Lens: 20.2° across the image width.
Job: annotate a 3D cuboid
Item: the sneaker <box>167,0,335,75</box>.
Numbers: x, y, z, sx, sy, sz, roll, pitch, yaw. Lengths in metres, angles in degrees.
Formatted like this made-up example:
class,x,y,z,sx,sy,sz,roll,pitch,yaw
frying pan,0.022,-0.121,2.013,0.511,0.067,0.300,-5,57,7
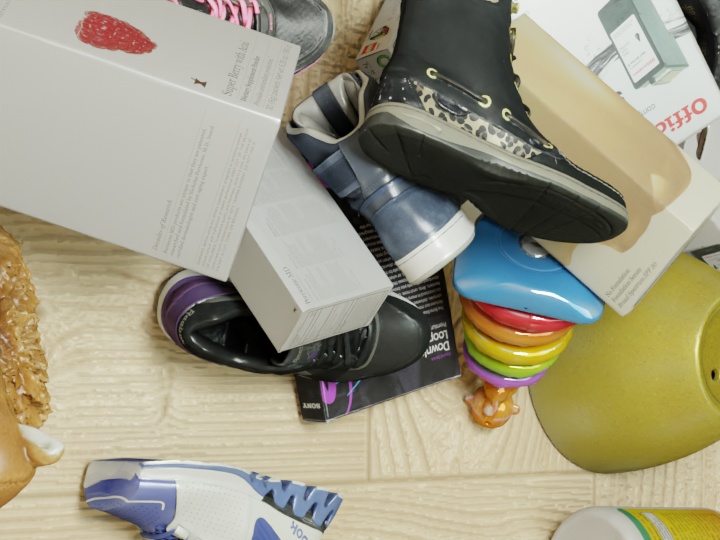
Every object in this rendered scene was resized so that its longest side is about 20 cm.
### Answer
class,x,y,z,sx,sy,sz,roll,pitch,yaw
sneaker,-0.110,-0.163,1.346,0.199,0.095,0.080,-1,88,-14

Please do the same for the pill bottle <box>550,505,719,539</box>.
class,x,y,z,sx,sy,sz,roll,pitch,yaw
pill bottle,0.258,0.252,1.670,0.199,0.112,0.114,6,85,-40

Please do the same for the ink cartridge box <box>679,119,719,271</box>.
class,x,y,z,sx,sy,sz,roll,pitch,yaw
ink cartridge box,0.313,-0.055,1.742,0.200,0.066,0.116,43,51,-30

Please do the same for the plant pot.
class,x,y,z,sx,sy,sz,roll,pitch,yaw
plant pot,0.255,0.069,1.654,0.199,0.142,0.202,2,87,-40

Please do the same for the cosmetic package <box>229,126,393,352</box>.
class,x,y,z,sx,sy,sz,roll,pitch,yaw
cosmetic package,-0.069,-0.042,1.376,0.082,0.051,0.200,-13,59,-40

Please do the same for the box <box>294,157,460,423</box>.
class,x,y,z,sx,sy,sz,roll,pitch,yaw
box,0.000,0.000,1.512,0.142,0.036,0.201,-15,97,-40

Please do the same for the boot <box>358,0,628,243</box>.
class,x,y,z,sx,sy,sz,roll,pitch,yaw
boot,0.100,-0.116,1.355,0.203,0.073,0.155,22,60,-22

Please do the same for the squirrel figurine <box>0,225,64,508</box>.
class,x,y,z,sx,sy,sz,roll,pitch,yaw
squirrel figurine,-0.242,0.056,1.219,0.187,0.141,0.200,55,21,12

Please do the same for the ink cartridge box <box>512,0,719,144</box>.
class,x,y,z,sx,sy,sz,roll,pitch,yaw
ink cartridge box,0.170,-0.172,1.536,0.145,0.084,0.201,-32,106,-6

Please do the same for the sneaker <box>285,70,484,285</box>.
class,x,y,z,sx,sy,sz,roll,pitch,yaw
sneaker,0.019,-0.073,1.424,0.077,0.202,0.146,-39,93,5

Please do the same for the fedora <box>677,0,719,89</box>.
class,x,y,z,sx,sy,sz,roll,pitch,yaw
fedora,0.206,-0.197,1.637,0.199,0.092,0.202,0,108,-1

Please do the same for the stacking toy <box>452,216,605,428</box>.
class,x,y,z,sx,sy,sz,roll,pitch,yaw
stacking toy,0.117,0.050,1.541,0.110,0.115,0.201,-76,177,-46

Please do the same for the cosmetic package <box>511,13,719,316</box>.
class,x,y,z,sx,sy,sz,roll,pitch,yaw
cosmetic package,0.152,-0.076,1.447,0.200,0.105,0.071,41,42,9

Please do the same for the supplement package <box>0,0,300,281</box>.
class,x,y,z,sx,sy,sz,roll,pitch,yaw
supplement package,-0.152,-0.099,1.252,0.199,0.121,0.120,18,118,-5

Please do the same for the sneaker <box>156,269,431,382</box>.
class,x,y,z,sx,sy,sz,roll,pitch,yaw
sneaker,-0.039,0.051,1.405,0.199,0.088,0.076,5,104,-19

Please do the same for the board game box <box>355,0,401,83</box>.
class,x,y,z,sx,sy,sz,roll,pitch,yaw
board game box,0.078,-0.126,1.556,0.200,0.034,0.127,53,39,-26

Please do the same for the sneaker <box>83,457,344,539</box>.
class,x,y,z,sx,sy,sz,roll,pitch,yaw
sneaker,-0.097,0.195,1.396,0.199,0.080,0.116,17,76,-40
